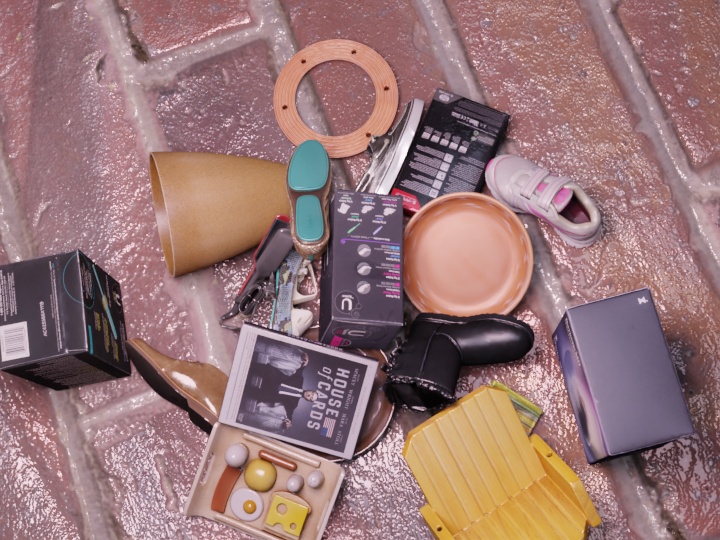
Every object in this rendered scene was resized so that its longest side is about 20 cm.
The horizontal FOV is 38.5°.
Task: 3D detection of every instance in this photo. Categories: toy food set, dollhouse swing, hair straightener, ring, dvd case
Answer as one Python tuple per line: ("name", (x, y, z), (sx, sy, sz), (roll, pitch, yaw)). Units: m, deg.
("toy food set", (-0.136, 0.315, 1.456), (0.199, 0.060, 0.144), (20, 92, 9))
("dollhouse swing", (0.181, 0.289, 1.380), (0.199, 0.176, 0.182), (-30, 33, -9))
("hair straightener", (-0.152, 0.015, 1.509), (0.041, 0.077, 0.200), (25, 115, -28))
("ring", (-0.039, -0.271, 1.633), (0.199, 0.019, 0.202), (-1, 77, 4))
("dvd case", (-0.088, 0.170, 1.453), (0.199, 0.025, 0.151), (16, 101, 1))

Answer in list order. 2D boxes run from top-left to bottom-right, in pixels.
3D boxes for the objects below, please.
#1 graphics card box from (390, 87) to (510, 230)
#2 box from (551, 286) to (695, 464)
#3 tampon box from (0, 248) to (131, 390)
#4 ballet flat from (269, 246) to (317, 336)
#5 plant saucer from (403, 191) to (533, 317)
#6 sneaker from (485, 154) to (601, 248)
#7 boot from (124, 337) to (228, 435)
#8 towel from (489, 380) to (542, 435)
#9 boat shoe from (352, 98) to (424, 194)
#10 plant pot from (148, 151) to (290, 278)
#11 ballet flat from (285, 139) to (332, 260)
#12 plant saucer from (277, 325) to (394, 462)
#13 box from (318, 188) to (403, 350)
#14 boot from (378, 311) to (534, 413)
("graphics card box", (0.136, -0.166, 1.577), (0.125, 0.051, 0.201), (21, 80, 8))
("box", (0.350, 0.149, 1.408), (0.122, 0.198, 0.201), (-14, 75, 0))
("tampon box", (-0.425, 0.076, 1.480), (0.125, 0.200, 0.151), (-11, 74, 2))
("ballet flat", (-0.098, 0.048, 1.515), (0.074, 0.074, 0.201), (1, 64, 4))
("plant saucer", (0.154, -0.016, 1.516), (0.199, 0.037, 0.202), (1, 99, 6))
("sneaker", (0.278, -0.113, 1.523), (0.199, 0.088, 0.082), (30, 80, 2))
("boot", (-0.262, 0.158, 1.526), (0.200, 0.074, 0.076), (38, 63, 8))
("towel", (0.179, 0.264, 1.484), (0.086, 0.018, 0.201), (29, 80, 11))
("boat shoe", (0.038, -0.180, 1.574), (0.063, 0.071, 0.201), (24, 80, 2))
("plant pot", (-0.200, -0.098, 1.534), (0.199, 0.186, 0.188), (-11, 75, -17))
("ballet flat", (-0.075, -0.098, 1.485), (0.070, 0.065, 0.201), (3, 54, -1))
("plant saucer", (-0.046, 0.180, 1.514), (0.199, 0.032, 0.202), (-1, 77, 4))
("box", (0.000, 0.000, 1.487), (0.105, 0.122, 0.201), (5, 67, -10))
("boot", (0.133, 0.129, 1.442), (0.197, 0.074, 0.163), (5, 34, 20))
